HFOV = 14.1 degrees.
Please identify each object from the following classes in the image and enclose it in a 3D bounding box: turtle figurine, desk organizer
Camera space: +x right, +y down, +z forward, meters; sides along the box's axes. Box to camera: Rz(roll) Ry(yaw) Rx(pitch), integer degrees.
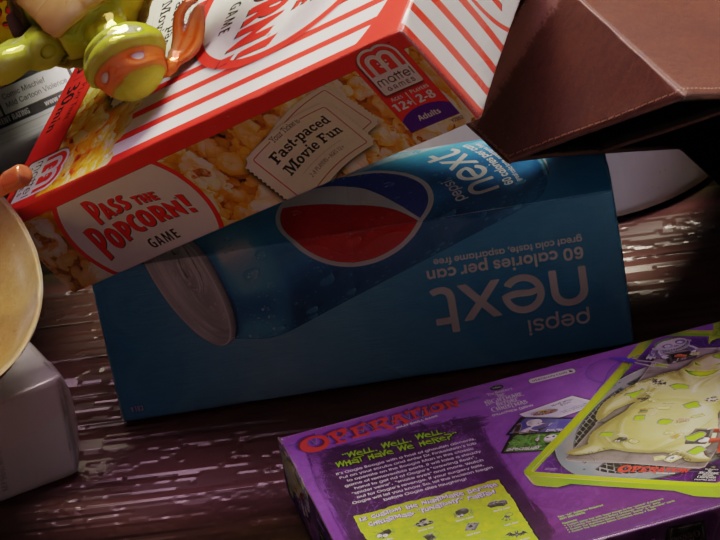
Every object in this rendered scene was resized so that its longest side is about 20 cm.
[{"bbox_3d":[-0.103,-0.119,1.047,0.200,0.064,0.162,-40,65,10],"label":"turtle figurine"},{"bbox_3d":[0.126,-0.066,1.095,0.077,0.072,0.200,46,27,24],"label":"desk organizer"}]

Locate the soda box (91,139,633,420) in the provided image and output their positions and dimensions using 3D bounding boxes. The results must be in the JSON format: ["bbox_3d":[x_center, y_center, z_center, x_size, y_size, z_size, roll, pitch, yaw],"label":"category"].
[{"bbox_3d":[0.000,0.000,1.118,0.199,0.068,0.064,-9,27,2],"label":"soda box"}]

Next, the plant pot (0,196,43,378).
[{"bbox_3d":[-0.209,0.002,1.001,0.199,0.028,0.200,11,34,-8],"label":"plant pot"}]

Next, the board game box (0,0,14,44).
[{"bbox_3d":[-0.177,-0.133,1.184,0.101,0.048,0.200,-13,22,-14],"label":"board game box"}]

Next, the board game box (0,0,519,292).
[{"bbox_3d":[-0.026,-0.086,1.056,0.200,0.046,0.152,-22,33,37],"label":"board game box"}]

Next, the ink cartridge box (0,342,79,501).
[{"bbox_3d":[-0.226,0.061,1.105,0.199,0.057,0.162,-16,27,-22],"label":"ink cartridge box"}]

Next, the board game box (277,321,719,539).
[{"bbox_3d":[0.082,0.068,1.001,0.199,0.032,0.120,-14,31,-9],"label":"board game box"}]

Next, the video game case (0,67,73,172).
[{"bbox_3d":[-0.124,-0.153,1.305,0.199,0.022,0.183,-24,70,-10],"label":"video game case"}]

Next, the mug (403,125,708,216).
[{"bbox_3d":[0.084,-0.127,1.243,0.149,0.154,0.187,4,29,27],"label":"mug"}]
